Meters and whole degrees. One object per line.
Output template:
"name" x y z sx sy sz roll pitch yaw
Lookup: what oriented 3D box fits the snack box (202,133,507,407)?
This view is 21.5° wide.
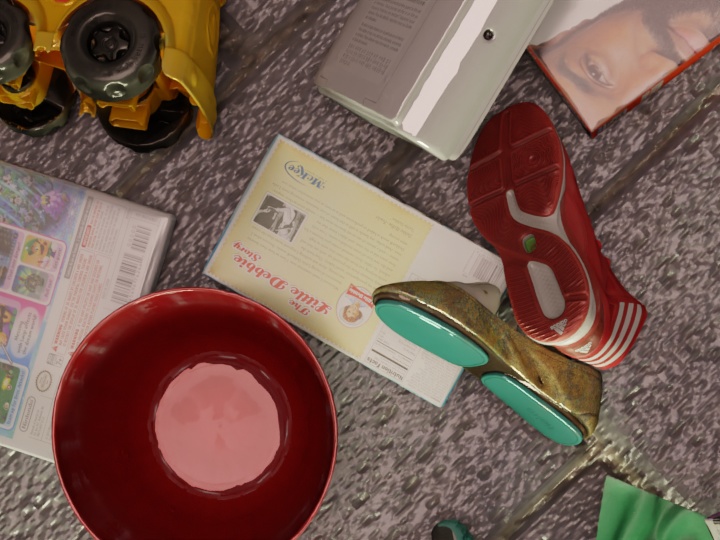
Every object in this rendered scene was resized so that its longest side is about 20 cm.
"snack box" 0.000 0.000 1.363 0.200 0.037 0.116 30 91 6

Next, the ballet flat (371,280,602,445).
"ballet flat" 0.092 0.047 1.311 0.200 0.071 0.071 35 93 -23

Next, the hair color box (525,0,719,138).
"hair color box" 0.210 -0.197 1.333 0.200 0.064 0.111 -37 86 5

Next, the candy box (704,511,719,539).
"candy box" 0.355 0.224 1.285 0.167 0.072 0.201 -23 86 -9

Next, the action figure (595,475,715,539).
"action figure" 0.188 0.258 1.328 0.118 0.055 0.201 23 87 4

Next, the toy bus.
"toy bus" -0.193 -0.198 1.352 0.199 0.136 0.193 7 76 9

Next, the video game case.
"video game case" -0.250 0.028 1.398 0.181 0.024 0.201 17 91 7

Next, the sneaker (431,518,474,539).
"sneaker" 0.049 0.277 1.335 0.091 0.078 0.201 -2 87 10

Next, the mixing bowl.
"mixing bowl" -0.107 0.112 1.337 0.199 0.108 0.201 0 89 7

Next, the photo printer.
"photo printer" 0.063 -0.185 1.302 0.069 0.166 0.200 30 92 -28

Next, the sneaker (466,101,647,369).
"sneaker" 0.140 -0.015 1.339 0.078 0.115 0.201 -22 55 24
